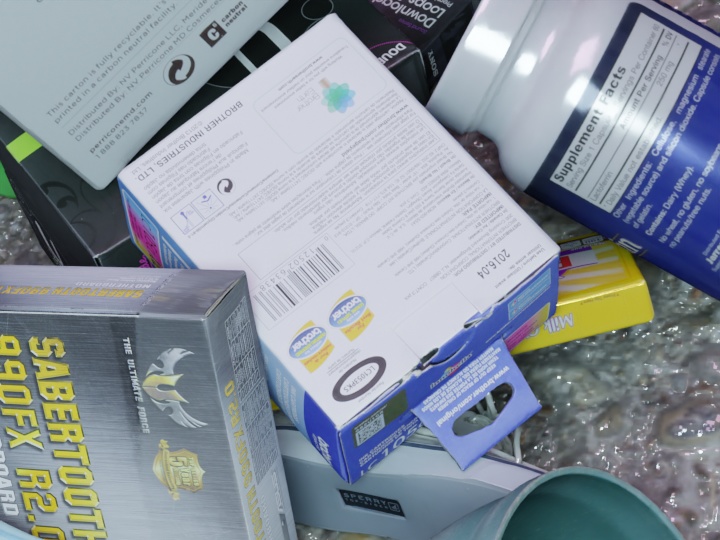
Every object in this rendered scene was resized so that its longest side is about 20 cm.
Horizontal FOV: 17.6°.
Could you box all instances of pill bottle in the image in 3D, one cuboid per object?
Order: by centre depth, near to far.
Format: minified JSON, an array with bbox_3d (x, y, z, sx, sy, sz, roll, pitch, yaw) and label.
[{"bbox_3d":[0.139,-0.071,1.140,0.199,0.116,0.116,29,60,1],"label":"pill bottle"}]

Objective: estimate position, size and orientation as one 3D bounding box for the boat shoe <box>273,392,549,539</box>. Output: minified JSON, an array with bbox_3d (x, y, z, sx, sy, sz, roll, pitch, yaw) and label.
[{"bbox_3d":[0.044,0.091,1.122,0.201,0.075,0.086,7,46,31],"label":"boat shoe"}]

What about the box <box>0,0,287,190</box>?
[{"bbox_3d":[-0.137,-0.183,1.112,0.199,0.200,0.131,-44,49,4],"label":"box"}]

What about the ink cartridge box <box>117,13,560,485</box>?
[{"bbox_3d":[0.000,0.000,1.080,0.136,0.076,0.200,-38,68,-13],"label":"ink cartridge box"}]

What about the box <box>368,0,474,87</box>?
[{"bbox_3d":[0.044,-0.202,1.377,0.143,0.036,0.200,28,63,34],"label":"box"}]

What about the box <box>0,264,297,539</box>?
[{"bbox_3d":[-0.114,0.097,1.066,0.157,0.201,0.048,2,27,23],"label":"box"}]

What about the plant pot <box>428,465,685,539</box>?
[{"bbox_3d":[0.060,0.195,0.964,0.134,0.200,0.201,-22,43,35],"label":"plant pot"}]

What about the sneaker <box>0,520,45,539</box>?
[{"bbox_3d":[-0.198,0.141,1.042,0.199,0.074,0.082,17,20,4],"label":"sneaker"}]

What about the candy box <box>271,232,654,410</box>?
[{"bbox_3d":[0.042,0.023,1.163,0.199,0.027,0.102,-14,18,2],"label":"candy box"}]

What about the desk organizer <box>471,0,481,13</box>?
[{"bbox_3d":[0.105,-0.164,1.220,0.071,0.201,0.077,20,58,30],"label":"desk organizer"}]

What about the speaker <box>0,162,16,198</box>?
[{"bbox_3d":[-0.167,-0.139,1.355,0.088,0.089,0.200,16,58,27],"label":"speaker"}]

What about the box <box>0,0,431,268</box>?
[{"bbox_3d":[-0.075,-0.061,1.239,0.199,0.125,0.149,-33,50,-13],"label":"box"}]
